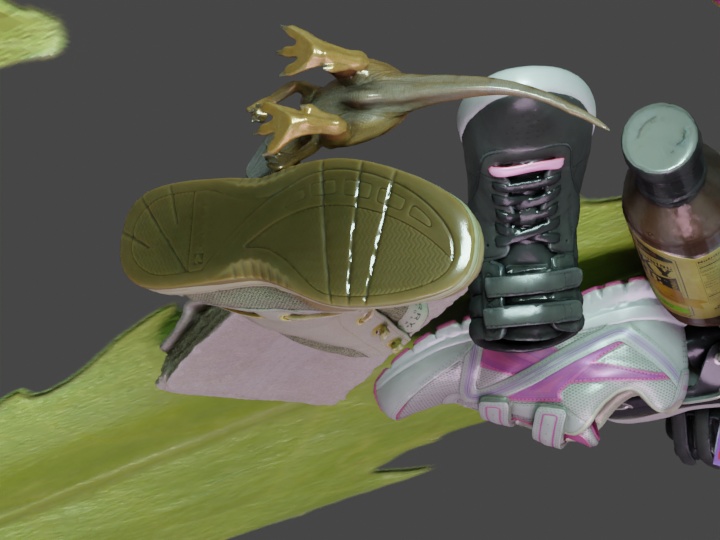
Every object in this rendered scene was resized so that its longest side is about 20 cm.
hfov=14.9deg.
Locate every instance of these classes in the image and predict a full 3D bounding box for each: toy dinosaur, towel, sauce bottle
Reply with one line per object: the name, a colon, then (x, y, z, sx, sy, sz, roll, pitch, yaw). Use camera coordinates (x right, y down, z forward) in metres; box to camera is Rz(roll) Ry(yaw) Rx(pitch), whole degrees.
toy dinosaur: (0.008, -0.085, 1.327, 0.199, 0.061, 0.106, -9, 171, 42)
towel: (-0.027, 0.024, 1.579, 0.132, 0.035, 0.200, 5, 152, -30)
sauce bottle: (0.175, -0.032, 1.481, 0.064, 0.065, 0.200, -12, 154, 10)

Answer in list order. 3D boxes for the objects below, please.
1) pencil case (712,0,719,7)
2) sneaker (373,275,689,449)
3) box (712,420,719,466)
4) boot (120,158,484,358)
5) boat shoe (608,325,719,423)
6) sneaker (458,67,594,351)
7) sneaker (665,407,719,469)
pencil case: (0.236, -0.164, 1.179, 0.198, 0.089, 0.089, -7, 156, -2)
sneaker: (0.105, 0.065, 1.620, 0.199, 0.089, 0.081, -14, 173, 15)
box: (0.285, 0.048, 1.569, 0.039, 0.138, 0.199, 15, -173, 43)
boot: (0.000, 0.000, 1.379, 0.199, 0.073, 0.154, 0, 165, 32)
boat shoe: (0.207, 0.045, 1.656, 0.199, 0.074, 0.060, -14, 162, 35)
sneaker: (0.088, -0.024, 1.406, 0.070, 0.100, 0.200, -5, 155, -2)
sneaker: (0.241, 0.109, 1.690, 0.098, 0.200, 0.071, -8, 114, 3)
